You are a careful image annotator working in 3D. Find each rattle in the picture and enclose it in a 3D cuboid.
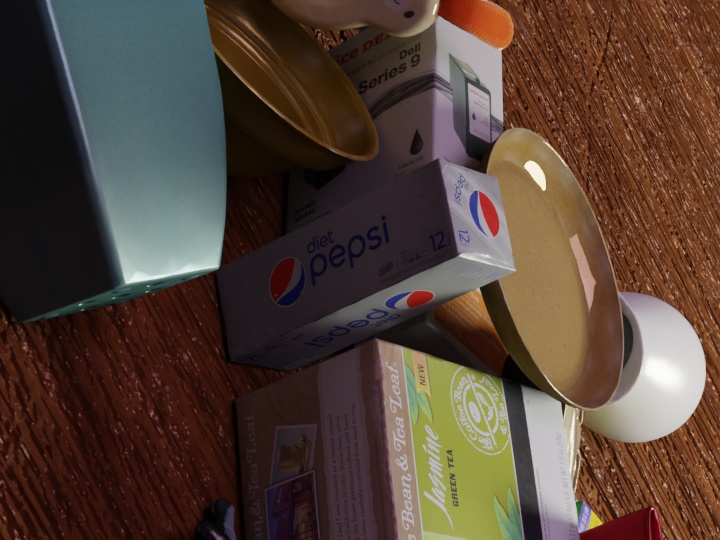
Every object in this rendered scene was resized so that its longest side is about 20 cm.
[{"bbox_3d":[0.002,-0.201,1.121,0.200,0.130,0.143,35,7,8],"label":"rattle"}]

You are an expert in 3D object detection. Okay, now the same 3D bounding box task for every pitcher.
[{"bbox_3d":[0.200,0.049,1.381,0.200,0.121,0.172,30,39,-61],"label":"pitcher"}]

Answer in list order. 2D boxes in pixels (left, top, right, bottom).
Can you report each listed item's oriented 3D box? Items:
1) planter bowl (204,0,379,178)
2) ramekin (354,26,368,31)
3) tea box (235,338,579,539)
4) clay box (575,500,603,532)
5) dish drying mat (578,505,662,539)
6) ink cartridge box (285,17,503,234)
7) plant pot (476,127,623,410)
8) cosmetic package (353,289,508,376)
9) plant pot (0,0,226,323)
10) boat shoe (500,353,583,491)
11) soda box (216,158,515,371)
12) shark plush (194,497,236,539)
[{"bbox_3d":[-0.086,-0.123,1.135,0.200,0.083,0.200,41,20,-19],"label":"planter bowl"},{"bbox_3d":[0.011,-0.260,1.271,0.200,0.200,0.105,38,70,-33],"label":"ramekin"},{"bbox_3d":[0.036,0.174,1.099,0.197,0.134,0.200,18,57,-44],"label":"tea box"},{"bbox_3d":[0.200,0.288,1.321,0.200,0.048,0.115,49,39,-22],"label":"clay box"},{"bbox_3d":[0.136,0.222,1.149,0.018,0.200,0.077,8,64,-31],"label":"dish drying mat"},{"bbox_3d":[0.024,-0.078,1.222,0.084,0.146,0.200,31,47,-38],"label":"ink cartridge box"},{"bbox_3d":[0.125,0.001,1.165,0.200,0.027,0.200,35,46,-47],"label":"plant pot"},{"bbox_3d":[0.067,0.001,1.295,0.101,0.071,0.200,41,42,-31],"label":"cosmetic package"},{"bbox_3d":[-0.166,-0.080,0.987,0.141,0.141,0.200,-11,84,-54],"label":"plant pot"},{"bbox_3d":[0.129,0.147,1.235,0.064,0.071,0.200,-4,108,-60],"label":"boat shoe"},{"bbox_3d":[0.000,0.000,1.096,0.063,0.200,0.068,14,58,-48],"label":"soda box"},{"bbox_3d":[-0.087,0.216,0.985,0.091,0.083,0.200,-11,44,-14],"label":"shark plush"}]
